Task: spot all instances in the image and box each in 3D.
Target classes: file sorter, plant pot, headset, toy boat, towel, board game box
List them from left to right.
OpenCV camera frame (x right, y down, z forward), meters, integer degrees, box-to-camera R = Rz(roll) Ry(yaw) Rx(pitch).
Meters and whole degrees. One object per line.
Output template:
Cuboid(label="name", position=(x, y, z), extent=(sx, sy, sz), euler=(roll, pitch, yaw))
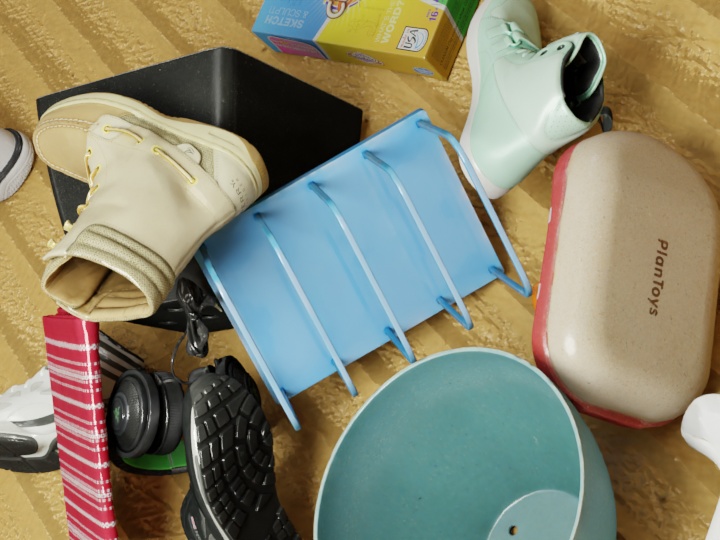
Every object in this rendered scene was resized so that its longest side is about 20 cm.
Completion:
Cuboid(label="towel", position=(-0.215, 0.128, 1.119), extent=(0.144, 0.022, 0.203), euler=(179, 84, -68))
Cuboid(label="headset", position=(-0.134, 0.091, 1.092), extent=(0.122, 0.201, 0.095), euler=(-8, 62, -16))
Cuboid(label="plant pot", position=(-0.127, -0.049, 1.157), extent=(0.198, 0.199, 0.180), euler=(-8, 77, 31))
Cuboid(label="file sorter", position=(0.000, 0.000, 1.007), extent=(0.198, 0.140, 0.123), euler=(-29, 14, -3))
Cuboid(label="board game box", position=(0.015, -0.253, 1.237), extent=(0.198, 0.040, 0.155), euler=(15, 78, 38))
Cuboid(label="plant pot", position=(0.087, 0.168, 0.932), extent=(0.198, 0.134, 0.202), euler=(-20, 55, 30))
Cuboid(label="toy boat", position=(0.165, 0.008, 0.983), extent=(0.130, 0.129, 0.203), euler=(-21, 54, 60))

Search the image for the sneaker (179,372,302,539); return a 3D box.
Cuboid(label="sneaker", position=(-0.107, 0.168, 1.049), extent=(0.087, 0.202, 0.076), euler=(4, 28, 39))

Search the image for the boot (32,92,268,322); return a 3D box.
Cuboid(label="boot", position=(-0.183, -0.044, 1.001), extent=(0.198, 0.073, 0.156), euler=(16, 51, 26))

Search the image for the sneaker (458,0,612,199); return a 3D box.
Cuboid(label="sneaker", position=(0.138, -0.153, 1.056), extent=(0.118, 0.073, 0.202), euler=(-31, 37, 38))

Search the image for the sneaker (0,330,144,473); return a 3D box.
Cuboid(label="sneaker", position=(-0.270, 0.109, 1.262), extent=(0.198, 0.076, 0.117), euler=(-7, 57, 23))

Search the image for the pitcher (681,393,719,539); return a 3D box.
Cuboid(label="pitcher", position=(0.276, 0.168, 0.827), extent=(0.170, 0.122, 0.202), euler=(-11, 50, 20))

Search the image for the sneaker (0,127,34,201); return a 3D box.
Cuboid(label="sneaker", position=(-0.422, -0.076, 1.410), extent=(0.200, 0.115, 0.075), euler=(-47, 51, 8))
